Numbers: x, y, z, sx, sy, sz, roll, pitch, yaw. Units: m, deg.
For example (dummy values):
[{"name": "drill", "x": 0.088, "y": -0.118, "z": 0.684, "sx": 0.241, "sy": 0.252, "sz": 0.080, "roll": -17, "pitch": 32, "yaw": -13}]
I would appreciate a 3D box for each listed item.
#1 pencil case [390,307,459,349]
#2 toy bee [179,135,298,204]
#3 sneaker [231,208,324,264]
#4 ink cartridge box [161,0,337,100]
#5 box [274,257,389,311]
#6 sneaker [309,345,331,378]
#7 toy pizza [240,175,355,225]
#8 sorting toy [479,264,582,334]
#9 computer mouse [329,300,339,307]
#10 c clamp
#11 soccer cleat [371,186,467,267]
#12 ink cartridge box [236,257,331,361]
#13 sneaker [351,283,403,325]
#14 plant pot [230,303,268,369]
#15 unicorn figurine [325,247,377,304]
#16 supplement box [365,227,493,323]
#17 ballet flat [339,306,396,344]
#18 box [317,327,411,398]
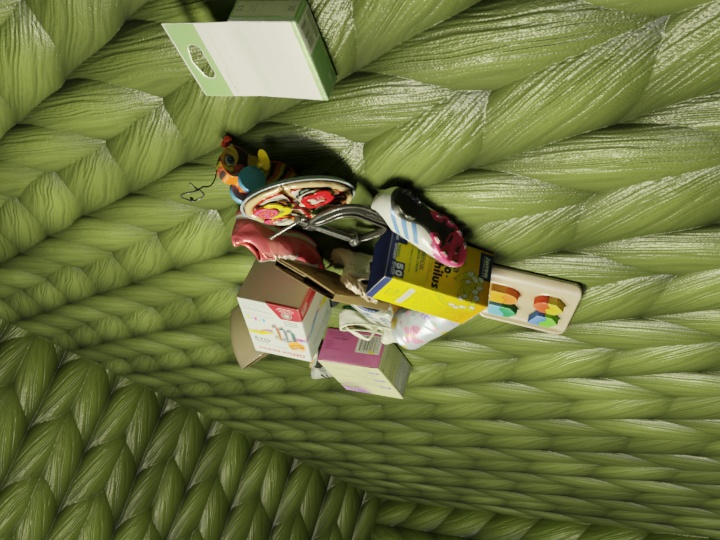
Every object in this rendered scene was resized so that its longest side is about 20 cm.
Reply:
[{"name": "pencil case", "x": 0.148, "y": 0.088, "z": 1.525, "sx": 0.091, "sy": 0.083, "sz": 0.200, "roll": 51, "pitch": 132, "yaw": -2}, {"name": "toy bee", "x": -0.196, "y": -0.174, "z": 1.274, "sx": 0.130, "sy": 0.109, "sz": 0.199, "roll": -18, "pitch": 163, "yaw": 40}, {"name": "sneaker", "x": -0.170, "y": -0.045, "z": 1.512, "sx": 0.199, "sy": 0.087, "sz": 0.074, "roll": 26, "pitch": 155, "yaw": -17}, {"name": "ink cartridge box", "x": -0.146, "y": -0.297, "z": 1.022, "sx": 0.199, "sy": 0.048, "sz": 0.146, "roll": 8, "pitch": 153, "yaw": 21}, {"name": "box", "x": -0.053, "y": 0.029, "z": 1.490, "sx": 0.163, "sy": 0.021, "sz": 0.200, "roll": 29, "pitch": -173, "yaw": 33}, {"name": "sneaker", "x": -0.099, "y": 0.247, "z": 2.108, "sx": 0.087, "sy": 0.076, "sz": 0.200, "roll": 0, "pitch": 157, "yaw": 2}, {"name": "toy pizza", "x": -0.105, "y": -0.111, "z": 1.290, "sx": 0.199, "sy": 0.032, "sz": 0.200, "roll": -11, "pitch": 167, "yaw": -3}, {"name": "sorting toy", "x": 0.321, "y": 0.065, "z": 1.465, "sx": 0.184, "sy": 0.037, "sz": 0.200, "roll": 13, "pitch": 155, "yaw": 11}, {"name": "computer mouse", "x": -0.144, "y": 0.045, "z": 1.743, "sx": 0.199, "sy": 0.034, "sz": 0.059, "roll": 19, "pitch": 156, "yaw": -1}, {"name": "c clamp", "x": -0.034, "y": -0.079, "z": 1.342, "sx": 0.170, "sy": 0.027, "sz": 0.199, "roll": -26, "pitch": 154, "yaw": 38}, {"name": "soccer cleat", "x": 0.102, "y": -0.076, "z": 1.298, "sx": 0.200, "sy": 0.070, "sz": 0.086, "roll": 40, "pitch": 157, "yaw": -28}, {"name": "ink cartridge box", "x": -0.160, "y": 0.078, "z": 1.650, "sx": 0.144, "sy": 0.145, "sz": 0.201, "roll": 10, "pitch": 143, "yaw": 15}, {"name": "sneaker", "x": 0.069, "y": 0.087, "z": 1.660, "sx": 0.199, "sy": 0.076, "sz": 0.088, "roll": 28, "pitch": 166, "yaw": -6}, {"name": "plant pot", "x": -0.240, "y": 0.129, "z": 1.839, "sx": 0.135, "sy": 0.200, "sz": 0.200, "roll": 56, "pitch": 152, "yaw": 4}, {"name": "unicorn figurine", "x": 0.000, "y": 0.000, "z": 1.475, "sx": 0.137, "sy": 0.074, "sz": 0.200, "roll": 21, "pitch": -172, "yaw": -1}, {"name": "supplement box", "x": 0.125, "y": 0.008, "z": 1.370, "sx": 0.199, "sy": 0.109, "sz": 0.110, "roll": 17, "pitch": 156, "yaw": -13}, {"name": "ballet flat", "x": 0.042, "y": 0.139, "z": 1.775, "sx": 0.199, "sy": 0.070, "sz": 0.070, "roll": 12, "pitch": 155, "yaw": 12}, {"name": "box", "x": 0.015, "y": 0.242, "z": 1.968, "sx": 0.175, "sy": 0.097, "sz": 0.200, "roll": 4, "pitch": 151, "yaw": 27}]
